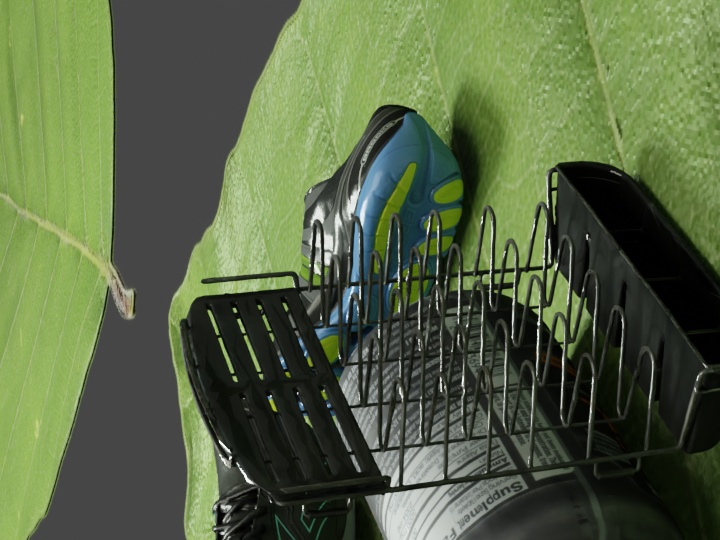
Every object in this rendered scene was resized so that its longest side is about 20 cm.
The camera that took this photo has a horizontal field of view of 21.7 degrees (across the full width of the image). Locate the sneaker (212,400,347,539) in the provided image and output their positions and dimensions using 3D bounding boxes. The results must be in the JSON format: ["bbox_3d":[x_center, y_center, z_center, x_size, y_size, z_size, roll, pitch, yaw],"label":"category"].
[{"bbox_3d":[-0.047,0.156,1.032,0.075,0.079,0.201,-35,62,30],"label":"sneaker"}]

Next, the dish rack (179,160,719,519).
[{"bbox_3d":[0.034,0.024,0.718,0.154,0.199,0.055,-119,27,-55],"label":"dish rack"}]

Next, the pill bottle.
[{"bbox_3d":[0.064,0.102,0.748,0.200,0.106,0.107,-118,36,-54],"label":"pill bottle"}]

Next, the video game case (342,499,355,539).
[{"bbox_3d":[-0.046,0.231,1.144,0.200,0.023,0.183,156,116,-67],"label":"video game case"}]

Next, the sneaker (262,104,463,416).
[{"bbox_3d":[0.000,0.000,1.000,0.083,0.071,0.200,-105,31,-51],"label":"sneaker"}]
